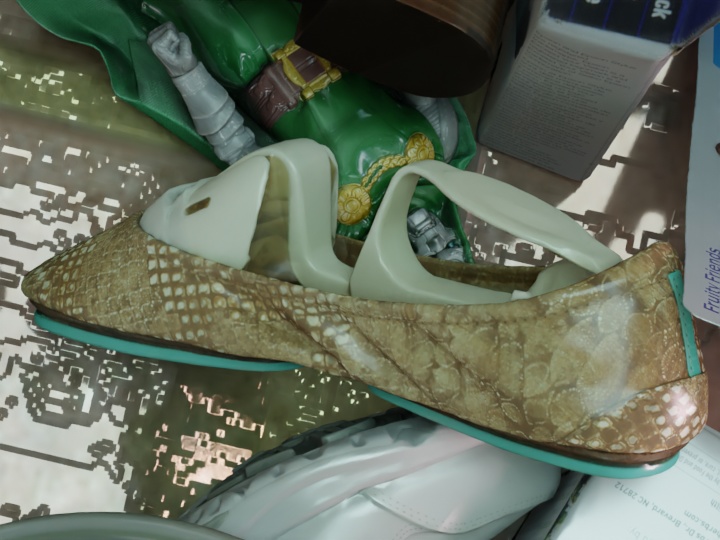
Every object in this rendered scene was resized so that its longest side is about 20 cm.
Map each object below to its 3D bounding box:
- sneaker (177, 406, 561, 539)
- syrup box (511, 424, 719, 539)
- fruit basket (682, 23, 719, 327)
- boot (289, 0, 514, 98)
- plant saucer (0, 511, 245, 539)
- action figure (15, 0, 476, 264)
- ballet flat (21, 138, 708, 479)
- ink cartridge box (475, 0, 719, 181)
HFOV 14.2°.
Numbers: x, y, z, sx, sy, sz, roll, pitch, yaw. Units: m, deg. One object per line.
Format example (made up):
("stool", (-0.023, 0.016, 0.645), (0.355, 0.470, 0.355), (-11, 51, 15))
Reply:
("sneaker", (-0.027, 0.106, 0.768), (0.200, 0.078, 0.100), (-28, 91, 0))
("syrup box", (0.049, 0.137, 0.760), (0.081, 0.079, 0.200), (32, 79, 0))
("fruit basket", (0.182, -0.005, 0.755), (0.200, 0.185, 0.094), (25, 119, -5))
("boot", (-0.020, -0.165, 0.770), (0.186, 0.064, 0.200), (29, 58, -24))
("plant saucer", (-0.068, 0.156, 0.689), (0.200, 0.050, 0.201), (-1, 79, 4))
("action figure", (-0.031, -0.073, 0.803), (0.118, 0.055, 0.200), (-37, 90, -13))
("ballet flat", (0.000, 0.000, 0.749), (0.200, 0.070, 0.065), (11, 106, 26))
("ink cartridge box", (0.084, -0.137, 0.748), (0.041, 0.200, 0.200), (18, 79, -3))
